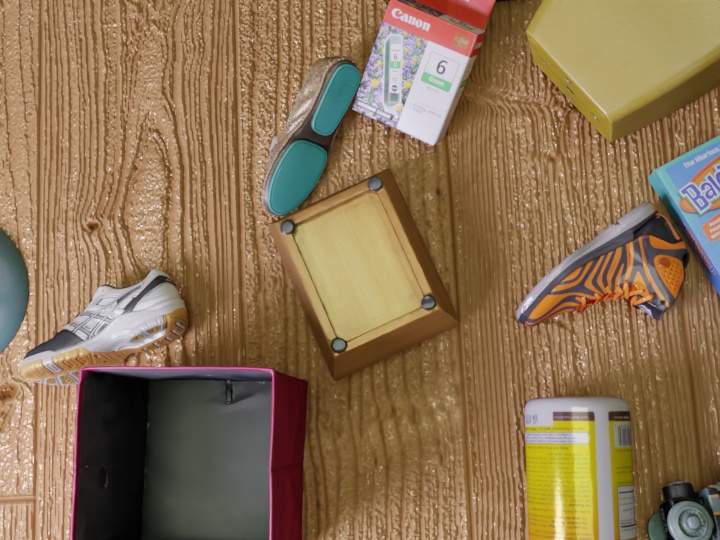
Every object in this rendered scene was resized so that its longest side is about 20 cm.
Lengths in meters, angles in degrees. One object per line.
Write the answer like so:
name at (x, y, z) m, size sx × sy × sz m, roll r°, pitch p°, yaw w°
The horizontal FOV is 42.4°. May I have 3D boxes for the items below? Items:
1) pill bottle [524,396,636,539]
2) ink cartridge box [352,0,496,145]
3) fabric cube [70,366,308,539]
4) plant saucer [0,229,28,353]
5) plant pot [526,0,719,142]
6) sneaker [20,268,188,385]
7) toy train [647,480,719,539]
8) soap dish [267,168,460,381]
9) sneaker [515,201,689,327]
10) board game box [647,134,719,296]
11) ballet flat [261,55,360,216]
pill bottle at (0.227, 0.232, 0.961) m, size 0.109 × 0.109 × 0.200 m, roll -1°, pitch 80°, yaw 6°
ink cartridge box at (0.076, -0.255, 1.043) m, size 0.109 × 0.050 × 0.200 m, roll 26°, pitch 115°, yaw 10°
fabric cube at (-0.166, 0.203, 0.963) m, size 0.196 × 0.199 × 0.200 m, roll 0°, pitch 80°, yaw 5°
plant saucer at (-0.500, 0.027, 1.111) m, size 0.200 × 0.036 × 0.200 m, roll -1°, pitch 80°, yaw 5°
plant pot at (0.292, -0.255, 1.004) m, size 0.176 × 0.200 × 0.200 m, roll -42°, pitch 79°, yaw 10°
sneaker at (-0.298, 0.065, 1.074) m, size 0.200 × 0.076 × 0.088 m, roll -22°, pitch 63°, yaw -1°
toy train at (0.368, 0.312, 0.941) m, size 0.114 × 0.085 × 0.200 m, roll -3°, pitch 65°, yaw -7°
soap dish at (0.000, 0.000, 1.038) m, size 0.157 × 0.081 × 0.200 m, roll -24°, pitch 78°, yaw 2°
sneaker at (0.273, 0.022, 1.008) m, size 0.200 × 0.078 × 0.112 m, roll -37°, pitch 78°, yaw -1°
board game box at (0.436, -0.057, 1.020) m, size 0.152 × 0.045 × 0.200 m, roll -29°, pitch 78°, yaw 1°
ballet flat at (-0.065, -0.159, 1.083) m, size 0.065 × 0.070 × 0.200 m, roll 36°, pitch 97°, yaw 49°
